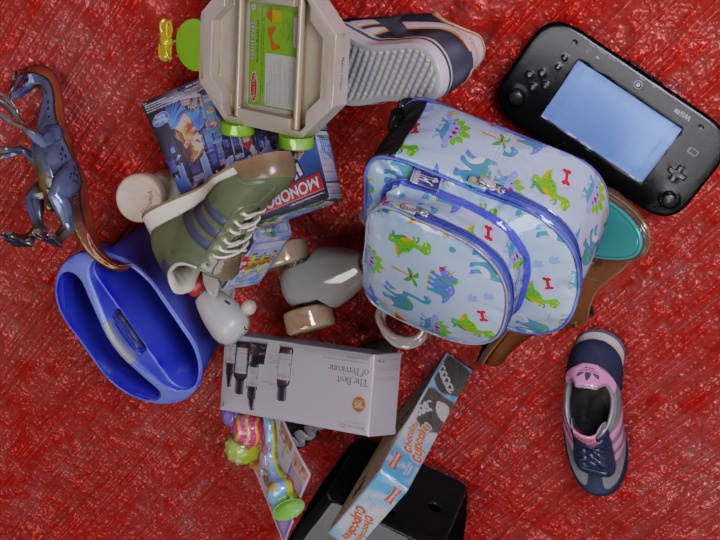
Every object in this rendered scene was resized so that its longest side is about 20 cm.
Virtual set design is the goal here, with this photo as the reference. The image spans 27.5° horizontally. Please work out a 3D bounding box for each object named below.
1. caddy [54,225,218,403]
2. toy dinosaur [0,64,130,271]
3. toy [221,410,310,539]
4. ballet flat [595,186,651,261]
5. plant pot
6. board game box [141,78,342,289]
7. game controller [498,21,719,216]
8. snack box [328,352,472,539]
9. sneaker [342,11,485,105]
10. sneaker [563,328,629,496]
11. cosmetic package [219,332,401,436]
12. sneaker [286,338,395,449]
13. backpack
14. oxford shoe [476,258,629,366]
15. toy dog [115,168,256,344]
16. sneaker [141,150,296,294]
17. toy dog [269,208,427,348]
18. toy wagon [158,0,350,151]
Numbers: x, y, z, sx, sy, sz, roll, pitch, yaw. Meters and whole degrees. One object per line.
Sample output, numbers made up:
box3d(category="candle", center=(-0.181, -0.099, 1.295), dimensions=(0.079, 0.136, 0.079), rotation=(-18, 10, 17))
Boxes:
box3d(category="caddy", center=(-0.242, 0.052, 1.592), dimensions=(0.141, 0.105, 0.201), rotation=(-21, 112, 32))
box3d(category="toy dinosaur", center=(-0.321, -0.113, 1.513), dimensions=(0.199, 0.183, 0.105), rotation=(26, 158, -37))
box3d(category="toy", center=(-0.118, 0.184, 1.586), dimensions=(0.201, 0.047, 0.116), rotation=(58, 142, 38))
box3d(category="ballet flat", center=(0.185, -0.057, 1.339), dimensions=(0.199, 0.072, 0.068), rotation=(12, 112, 34))
box3d(category="plant pot", center=(0.016, 0.308, 1.608), dimensions=(0.199, 0.200, 0.178), rotation=(25, 118, 7))
box3d(category="board game box", center=(-0.099, -0.093, 1.397), dimensions=(0.199, 0.061, 0.202), rotation=(-15, 87, 36))
box3d(category="game controller", center=(0.223, -0.134, 1.299), dimensions=(0.199, 0.042, 0.105), rotation=(33, 129, -1))
box3d(category="snack box", center=(0.042, 0.182, 1.493), dimensions=(0.037, 0.200, 0.116), rotation=(35, 130, 0))
box3d(category="sneaker", center=(0.027, -0.192, 1.332), dimensions=(0.199, 0.079, 0.079), rotation=(17, 126, 44))
box3d(category="sneaker", center=(0.229, 0.161, 1.471), dimensions=(0.070, 0.082, 0.201), rotation=(4, 124, 21))
box3d(category="cosmetic package", center=(-0.054, 0.113, 1.487), dimensions=(0.199, 0.050, 0.083), rotation=(5, 93, 38))
box3d(category="sneaker", center=(-0.043, 0.118, 1.573), dimensions=(0.090, 0.067, 0.200), rotation=(42, 133, -9))
box3d(category="backpack", center=(0.100, -0.027, 1.254), dimensions=(0.199, 0.148, 0.184), rotation=(18, 143, 12))
box3d(category="oxford shoe", center=(0.182, 0.038, 1.419), dimensions=(0.071, 0.071, 0.200), rotation=(36, 128, -7))
box3d(category="toy dog", center=(-0.157, -0.035, 1.495), dimensions=(0.096, 0.132, 0.200), rotation=(-31, 112, 15))
box3d(category="sneaker", center=(-0.121, -0.037, 1.341), dimensions=(0.199, 0.067, 0.091), rotation=(-22, 80, 43))
box3d(category="toy dog", center=(0.000, 0.000, 1.457), dimensions=(0.198, 0.096, 0.133), rotation=(5, 99, 25))
box3d(category="toy wagon", center=(-0.097, -0.196, 1.313), dimensions=(0.199, 0.039, 0.156), rotation=(16, 111, 33))
